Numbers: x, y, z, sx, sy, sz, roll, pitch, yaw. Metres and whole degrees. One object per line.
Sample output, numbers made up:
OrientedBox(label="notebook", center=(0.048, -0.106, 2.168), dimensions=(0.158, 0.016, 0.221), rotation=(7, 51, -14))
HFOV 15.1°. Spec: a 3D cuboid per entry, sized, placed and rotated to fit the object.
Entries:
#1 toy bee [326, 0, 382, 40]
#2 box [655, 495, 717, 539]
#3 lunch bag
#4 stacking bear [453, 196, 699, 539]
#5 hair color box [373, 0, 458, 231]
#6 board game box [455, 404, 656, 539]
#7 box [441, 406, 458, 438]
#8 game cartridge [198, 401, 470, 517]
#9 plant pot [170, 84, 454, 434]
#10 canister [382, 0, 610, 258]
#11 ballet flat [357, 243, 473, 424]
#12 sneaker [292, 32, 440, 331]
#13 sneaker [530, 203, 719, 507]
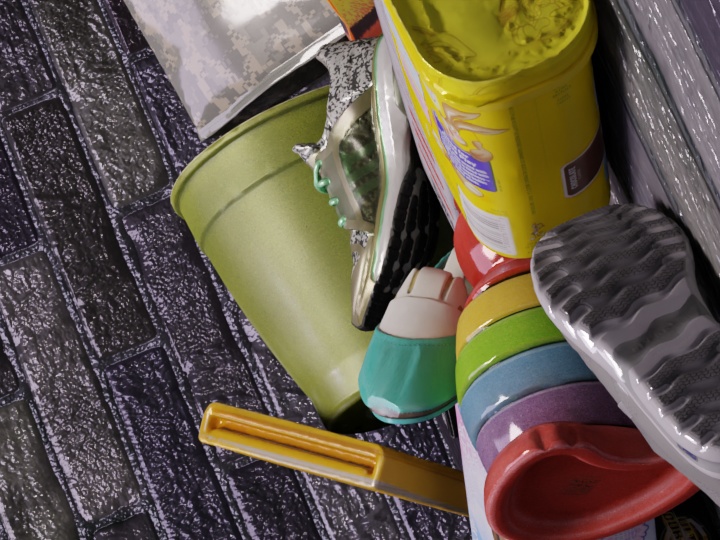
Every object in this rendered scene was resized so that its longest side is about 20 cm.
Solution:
OrientedBox(label="toy bee", center=(-0.020, -0.211, 1.779), dimensions=(0.131, 0.109, 0.200), rotation=(108, 140, -88))
OrientedBox(label="box", center=(0.145, 0.144, 1.652), dimensions=(0.200, 0.050, 0.199), rotation=(102, 147, -59))
OrientedBox(label="lunch bag", center=(-0.063, -0.217, 1.961), dimensions=(0.118, 0.200, 0.164), rotation=(-24, -98, -53))
OrientedBox(label="stacking bear", center=(0.101, 0.036, 1.470), dimensions=(0.114, 0.121, 0.200), rotation=(-51, 42, 48))
OrientedBox(label="hair color box", center=(0.061, -0.100, 1.607), dimensions=(0.200, 0.061, 0.102), rotation=(72, 175, -52))
OrientedBox(label="board game box", center=(0.119, 0.175, 1.609), dimensions=(0.200, 0.041, 0.200), rotation=(-136, 34, -60))
OrientedBox(label="box", center=(0.068, 0.007, 2.020), dimensions=(0.200, 0.086, 0.164), rotation=(74, 173, -63))
OrientedBox(label="game cartridge", center=(0.020, 0.135, 1.814), dimensions=(0.176, 0.032, 0.200), rotation=(11, 175, 46))
OrientedBox(label="plant pot", center=(0.000, 0.000, 1.834), dimensions=(0.200, 0.200, 0.193), rotation=(78, 169, -74))
OrientedBox(label="canister", center=(0.062, -0.108, 1.315), dimensions=(0.200, 0.087, 0.149), rotation=(70, 176, -64))
OrientedBox(label="ballet flat", center=(0.046, 0.024, 1.552), dimensions=(0.200, 0.067, 0.070), rotation=(-41, -47, -64))
OrientedBox(label="sneaker", center=(0.000, -0.060, 1.737), dimensions=(0.077, 0.089, 0.200), rotation=(19, -105, -63))
OrientedBox(label="sneaker", center=(0.134, 0.045, 1.234), dimensions=(0.200, 0.075, 0.082), rotation=(-117, 7, -50))
